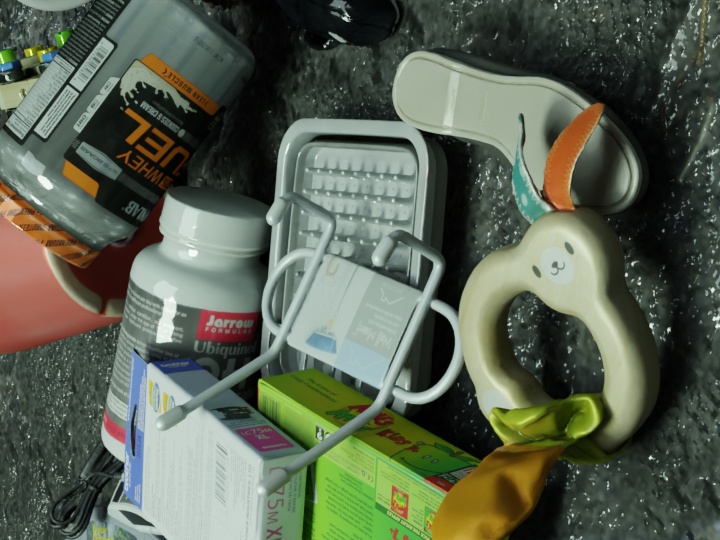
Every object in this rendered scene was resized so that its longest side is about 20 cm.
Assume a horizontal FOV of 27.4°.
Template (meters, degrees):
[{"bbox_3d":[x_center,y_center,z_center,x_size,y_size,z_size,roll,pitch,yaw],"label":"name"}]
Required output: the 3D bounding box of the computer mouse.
[{"bbox_3d":[-0.167,0.180,1.189,0.200,0.044,0.110,2,50,49],"label":"computer mouse"}]

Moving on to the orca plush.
[{"bbox_3d":[-0.049,-0.226,1.040,0.105,0.071,0.200,-52,50,38],"label":"orca plush"}]

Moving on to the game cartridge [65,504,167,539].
[{"bbox_3d":[-0.199,0.268,1.254,0.200,0.041,0.133,0,84,53],"label":"game cartridge"}]

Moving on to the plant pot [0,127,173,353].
[{"bbox_3d":[-0.255,-0.029,1.228,0.177,0.200,0.201,-4,86,43],"label":"plant pot"}]

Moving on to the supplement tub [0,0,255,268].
[{"bbox_3d":[-0.178,-0.109,1.068,0.200,0.123,0.123,-54,43,1],"label":"supplement tub"}]

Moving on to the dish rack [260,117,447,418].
[{"bbox_3d":[0.000,0.000,0.990,0.172,0.044,0.200,10,97,54],"label":"dish rack"}]

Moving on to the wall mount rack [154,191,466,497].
[{"bbox_3d":[-0.034,0.047,0.910,0.200,0.075,0.174,22,86,50],"label":"wall mount rack"}]

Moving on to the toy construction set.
[{"bbox_3d":[-0.242,-0.176,1.270,0.200,0.131,0.092,-22,95,45],"label":"toy construction set"}]

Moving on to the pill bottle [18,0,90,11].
[{"bbox_3d":[-0.260,-0.290,1.259,0.200,0.109,0.109,-118,40,-67],"label":"pill bottle"}]

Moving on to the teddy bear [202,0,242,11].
[{"bbox_3d":[-0.136,-0.255,1.114,0.145,0.067,0.200,53,174,-5],"label":"teddy bear"}]

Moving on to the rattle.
[{"bbox_3d":[0.075,0.025,0.773,0.130,0.143,0.200,40,140,47],"label":"rattle"}]

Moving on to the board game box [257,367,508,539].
[{"bbox_3d":[0.008,0.141,0.907,0.200,0.048,0.102,24,117,50],"label":"board game box"}]

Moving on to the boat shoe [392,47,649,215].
[{"bbox_3d":[0.101,-0.086,0.858,0.200,0.057,0.067,31,117,44],"label":"boat shoe"}]

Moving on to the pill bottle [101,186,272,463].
[{"bbox_3d":[-0.123,0.044,1.096,0.111,0.111,0.200,31,113,50],"label":"pill bottle"}]

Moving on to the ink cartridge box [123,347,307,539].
[{"bbox_3d":[-0.102,0.137,0.989,0.200,0.042,0.119,28,119,51],"label":"ink cartridge box"}]
